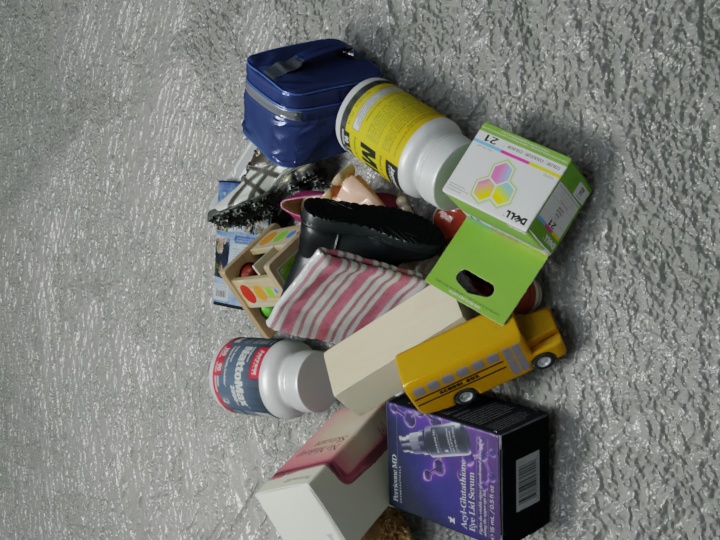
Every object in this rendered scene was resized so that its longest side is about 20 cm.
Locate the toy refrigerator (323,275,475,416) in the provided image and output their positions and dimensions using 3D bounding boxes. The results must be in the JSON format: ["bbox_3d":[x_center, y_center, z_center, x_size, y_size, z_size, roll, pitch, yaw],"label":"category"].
[{"bbox_3d":[0.056,0.100,1.424,0.198,0.070,0.077,-34,43,15],"label":"toy refrigerator"}]

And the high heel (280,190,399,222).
[{"bbox_3d":[-0.022,-0.085,1.574,0.198,0.095,0.069,18,104,44],"label":"high heel"}]

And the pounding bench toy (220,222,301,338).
[{"bbox_3d":[-0.083,0.042,1.611,0.155,0.124,0.202,-7,122,54],"label":"pounding bench toy"}]

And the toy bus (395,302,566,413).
[{"bbox_3d":[0.148,0.103,1.353,0.197,0.079,0.066,-26,43,11],"label":"toy bus"}]

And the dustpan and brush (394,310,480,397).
[{"bbox_3d":[0.102,0.079,1.490,0.200,0.056,0.142,-40,53,47],"label":"dustpan and brush"}]

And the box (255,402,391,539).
[{"bbox_3d":[-0.024,0.279,1.495,0.127,0.200,0.110,-22,104,46],"label":"box"}]

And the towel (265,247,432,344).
[{"bbox_3d":[-0.006,0.045,1.423,0.147,0.197,0.030,-54,36,33],"label":"towel"}]

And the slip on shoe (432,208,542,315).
[{"bbox_3d":[0.154,-0.019,1.419,0.201,0.060,0.075,53,127,33],"label":"slip on shoe"}]

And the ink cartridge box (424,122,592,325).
[{"bbox_3d":[0.164,-0.058,1.339,0.147,0.076,0.202,29,84,41],"label":"ink cartridge box"}]

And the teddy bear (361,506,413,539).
[{"bbox_3d":[0.024,0.415,1.576,0.144,0.066,0.204,26,116,52],"label":"teddy bear"}]

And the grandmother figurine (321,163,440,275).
[{"bbox_3d":[0.038,-0.055,1.506,0.200,0.060,0.122,46,139,9],"label":"grandmother figurine"}]

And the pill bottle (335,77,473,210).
[{"bbox_3d":[0.067,-0.168,1.466,0.199,0.113,0.116,38,117,39],"label":"pill bottle"}]

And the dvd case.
[{"bbox_3d":[-0.182,-0.039,1.745,0.141,0.017,0.204,8,96,45],"label":"dvd case"}]

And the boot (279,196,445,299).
[{"bbox_3d":[0.000,0.000,1.459,0.077,0.196,0.170,-88,10,-56],"label":"boot"}]

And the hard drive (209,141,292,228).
[{"bbox_3d":[-0.163,-0.119,1.763,0.201,0.037,0.141,-51,56,35],"label":"hard drive"}]

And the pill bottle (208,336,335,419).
[{"bbox_3d":[-0.129,0.164,1.678,0.198,0.118,0.122,-2,90,45],"label":"pill bottle"}]

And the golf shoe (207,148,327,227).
[{"bbox_3d":[-0.148,-0.135,1.657,0.197,0.078,0.096,-25,72,8],"label":"golf shoe"}]

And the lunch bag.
[{"bbox_3d":[-0.062,-0.248,1.547,0.136,0.198,0.134,42,138,34],"label":"lunch bag"}]

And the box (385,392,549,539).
[{"bbox_3d":[0.135,0.242,1.403,0.198,0.103,0.151,8,106,45],"label":"box"}]
